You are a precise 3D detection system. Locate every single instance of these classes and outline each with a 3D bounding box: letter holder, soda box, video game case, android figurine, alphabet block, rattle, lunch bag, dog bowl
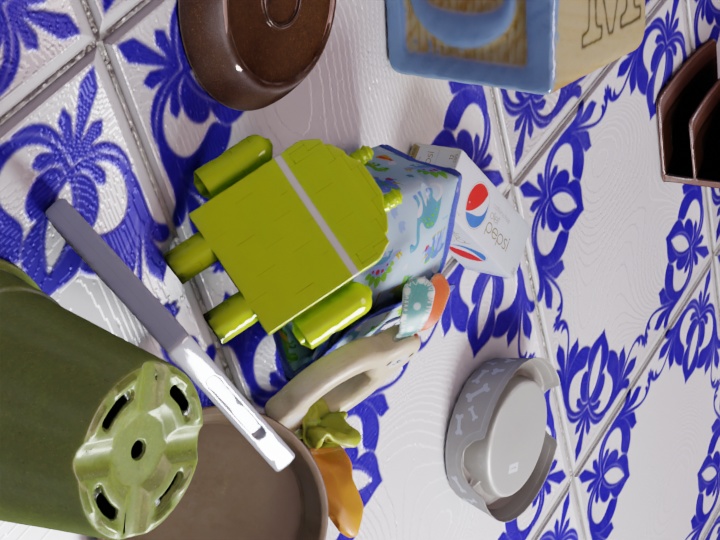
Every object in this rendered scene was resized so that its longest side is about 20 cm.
[{"bbox_3d":[0.507,-0.230,2.084,0.200,0.100,0.142,-44,133,-40],"label":"letter holder"},{"bbox_3d":[0.112,-0.062,1.580,0.200,0.064,0.068,40,67,-54],"label":"soda box"},{"bbox_3d":[-0.145,0.049,1.118,0.023,0.200,0.182,-42,139,-7],"label":"video game case"},{"bbox_3d":[-0.060,-0.030,1.242,0.200,0.182,0.041,-36,178,-7],"label":"android figurine"},{"bbox_3d":[0.154,-0.300,1.449,0.200,0.195,0.197,-30,126,-47],"label":"alphabet block"},{"bbox_3d":[0.026,0.113,1.302,0.200,0.143,0.130,-32,146,-2],"label":"rattle"},{"bbox_3d":[0.000,0.000,1.386,0.170,0.127,0.200,-19,126,-50],"label":"lunch bag"},{"bbox_3d":[0.170,0.196,1.757,0.200,0.059,0.200,-24,120,-50],"label":"dog bowl"}]

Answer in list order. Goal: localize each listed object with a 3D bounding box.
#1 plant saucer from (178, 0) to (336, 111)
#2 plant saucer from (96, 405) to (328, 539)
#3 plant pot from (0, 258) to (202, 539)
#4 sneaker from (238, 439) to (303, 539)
[{"bbox_3d":[-0.078,-0.235,1.265,0.200,0.034,0.201,-26,122,-50],"label":"plant saucer"},{"bbox_3d":[-0.126,0.212,1.256,0.200,0.029,0.200,-2,98,-17],"label":"plant saucer"},{"bbox_3d":[-0.218,0.105,1.025,0.200,0.190,0.200,-25,122,-50],"label":"plant pot"},{"bbox_3d":[-0.070,0.189,1.364,0.200,0.095,0.079,-38,128,-46],"label":"sneaker"}]
